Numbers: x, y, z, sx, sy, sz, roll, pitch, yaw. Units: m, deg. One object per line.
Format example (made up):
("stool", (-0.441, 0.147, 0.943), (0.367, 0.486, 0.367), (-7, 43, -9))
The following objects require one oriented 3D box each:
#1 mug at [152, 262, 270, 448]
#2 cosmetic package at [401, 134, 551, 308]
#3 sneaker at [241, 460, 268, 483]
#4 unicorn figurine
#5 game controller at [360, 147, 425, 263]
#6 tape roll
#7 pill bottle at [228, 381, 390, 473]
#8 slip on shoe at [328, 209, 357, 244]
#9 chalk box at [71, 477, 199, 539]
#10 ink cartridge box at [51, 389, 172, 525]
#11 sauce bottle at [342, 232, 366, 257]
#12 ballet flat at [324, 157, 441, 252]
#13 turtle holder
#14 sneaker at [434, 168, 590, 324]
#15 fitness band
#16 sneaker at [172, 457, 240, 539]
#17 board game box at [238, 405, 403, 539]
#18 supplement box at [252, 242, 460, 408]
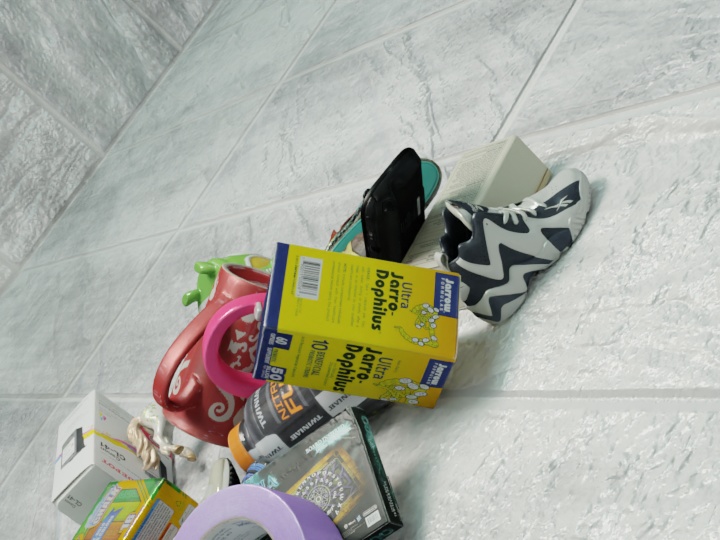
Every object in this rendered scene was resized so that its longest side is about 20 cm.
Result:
("mug", (-0.156, 0.105, 1.564), (0.177, 0.133, 0.201), (-28, -41, -79))
("cosmetic package", (0.132, -0.054, 1.486), (0.103, 0.073, 0.201), (-13, 41, 55))
("sneaker", (-0.088, 0.263, 1.382), (0.079, 0.075, 0.200), (-57, 22, -12))
("unicorn figurine", (-0.228, 0.182, 1.723), (0.199, 0.074, 0.137), (-21, 42, -29))
("game controller", (0.041, -0.055, 1.477), (0.105, 0.042, 0.201), (-60, -19, -26))
("tape roll", (-0.105, 0.312, 1.234), (0.199, 0.065, 0.202), (-17, 62, 35))
("pill bottle", (-0.060, 0.157, 1.455), (0.200, 0.106, 0.107), (-40, 24, 21))
("slip on shoe", (-0.023, -0.027, 1.742), (0.200, 0.061, 0.074), (-50, 24, 1))
("chalk box", (-0.266, 0.333, 1.522), (0.199, 0.124, 0.125), (-16, 38, 52))
("ink cartridge box", (-0.328, 0.270, 1.706), (0.086, 0.147, 0.200), (-46, 24, 9))
("sauce bottle", (0.000, 0.000, 1.573), (0.200, 0.065, 0.065), (-52, 23, -12))
("ballet flat", (0.025, -0.066, 1.643), (0.200, 0.074, 0.074), (-43, 22, -2))
("turtle holder", (-0.156, 0.030, 1.761), (0.141, 0.131, 0.186), (51, 141, 37))
("sneaker", (0.155, -0.057, 1.374), (0.199, 0.129, 0.079), (-50, 24, -3))
("fitness band", (-0.085, 0.094, 1.488), (0.038, 0.198, 0.144), (-104, 27, -51))
("sneaker", (-0.183, 0.298, 1.419), (0.093, 0.071, 0.201), (-6, 50, 7))
("board game box", (-0.056, 0.245, 1.286), (0.200, 0.028, 0.136), (-37, 52, 23))
("supplement box", (-0.004, 0.059, 1.336), (0.109, 0.198, 0.110), (107, 171, -55))
